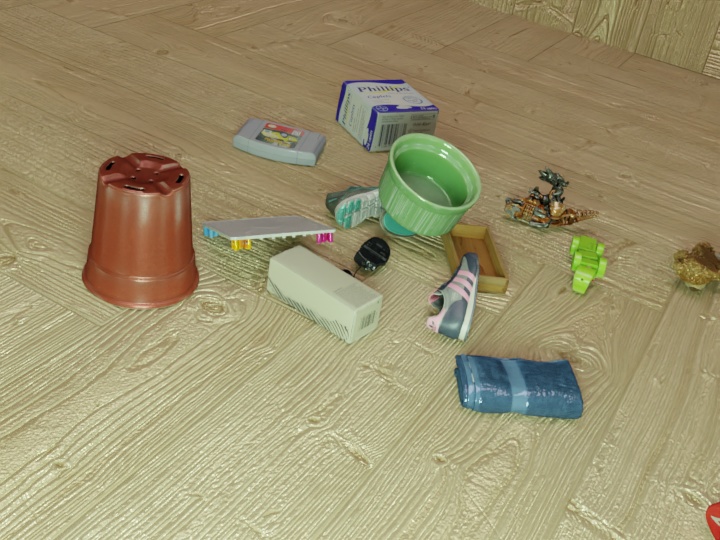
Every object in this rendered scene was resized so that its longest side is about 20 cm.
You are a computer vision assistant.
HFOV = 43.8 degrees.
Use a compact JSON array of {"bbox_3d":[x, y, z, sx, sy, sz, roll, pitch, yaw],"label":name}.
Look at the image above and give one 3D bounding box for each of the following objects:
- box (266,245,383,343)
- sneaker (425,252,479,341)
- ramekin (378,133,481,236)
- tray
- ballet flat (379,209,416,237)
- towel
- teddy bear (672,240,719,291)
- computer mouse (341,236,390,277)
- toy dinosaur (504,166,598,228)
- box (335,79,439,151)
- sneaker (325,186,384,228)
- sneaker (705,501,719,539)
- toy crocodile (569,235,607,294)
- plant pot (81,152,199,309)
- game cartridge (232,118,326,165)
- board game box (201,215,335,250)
[{"bbox_3d":[-0.063,0.038,1.521,0.198,0.069,0.082,31,36,30],"label":"box"},{"bbox_3d":[0.163,0.034,1.572,0.080,0.071,0.202,12,41,3],"label":"sneaker"},{"bbox_3d":[0.130,-0.164,1.765,0.196,0.098,0.203,15,47,-16],"label":"ramekin"},{"bbox_3d":[0.220,-0.027,1.747,0.096,0.038,0.201,6,32,-8],"label":"tray"},{"bbox_3d":[0.111,-0.106,1.831,0.197,0.069,0.063,-9,9,-31],"label":"ballet flat"},{"bbox_3d":[0.248,0.181,1.408,0.196,0.049,0.112,6,32,-8],"label":"towel"},{"bbox_3d":[0.711,-0.004,1.851,0.143,0.068,0.200,28,27,9],"label":"teddy bear"},{"bbox_3d":[0.000,0.000,1.646,0.058,0.034,0.200,35,41,7],"label":"computer mouse"},{"bbox_3d":[0.413,-0.134,1.956,0.197,0.103,0.137,24,44,-14],"label":"toy dinosaur"},{"bbox_3d":[0.064,-0.386,2.210,0.181,0.107,0.200,-7,35,-28],"label":"box"},{"bbox_3d":[0.012,-0.150,1.846,0.197,0.079,0.091,-13,34,-36],"label":"sneaker"},{"bbox_3d":[0.484,0.374,1.147,0.083,0.078,0.201,0,32,-7],"label":"sneaker"},{"bbox_3d":[0.451,-0.018,1.792,0.066,0.063,0.201,14,27,6],"label":"toy crocodile"},{"bbox_3d":[-0.361,-0.075,1.483,0.196,0.198,0.202,7,31,-4],"label":"plant pot"},{"bbox_3d":[-0.186,-0.293,2.051,0.196,0.041,0.134,13,35,4],"label":"game cartridge"},{"bbox_3d":[-0.171,-0.070,1.636,0.196,0.026,0.199,-6,12,-25],"label":"board game box"}]
